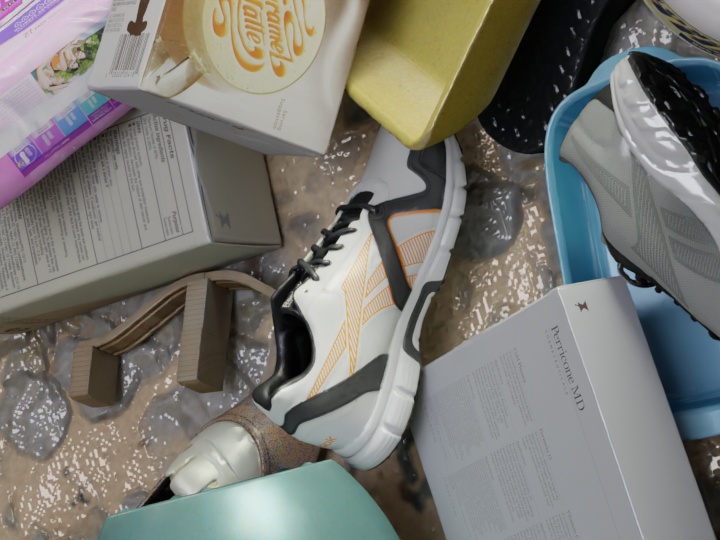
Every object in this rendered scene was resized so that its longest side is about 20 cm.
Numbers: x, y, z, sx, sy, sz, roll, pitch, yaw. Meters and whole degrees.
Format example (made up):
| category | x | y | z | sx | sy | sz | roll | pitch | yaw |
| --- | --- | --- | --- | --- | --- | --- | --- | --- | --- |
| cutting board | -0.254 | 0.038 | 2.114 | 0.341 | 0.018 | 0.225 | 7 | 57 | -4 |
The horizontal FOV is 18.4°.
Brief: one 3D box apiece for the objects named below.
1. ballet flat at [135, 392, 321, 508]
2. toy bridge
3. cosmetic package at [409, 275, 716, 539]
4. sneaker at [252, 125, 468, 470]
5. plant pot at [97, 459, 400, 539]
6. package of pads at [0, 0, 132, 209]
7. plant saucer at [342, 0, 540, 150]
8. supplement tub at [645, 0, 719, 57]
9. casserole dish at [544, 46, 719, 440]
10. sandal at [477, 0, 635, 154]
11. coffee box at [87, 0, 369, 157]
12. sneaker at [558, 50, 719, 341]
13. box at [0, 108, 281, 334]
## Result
| category | x | y | z | sx | sy | sz | roll | pitch | yaw |
| --- | --- | --- | --- | --- | --- | --- | --- | --- | --- |
| ballet flat | -0.095 | 0.139 | 1.261 | 0.068 | 0.067 | 0.200 | 48 | 110 | 25 |
| toy bridge | -0.089 | 0.036 | 1.277 | 0.199 | 0.027 | 0.068 | -8 | 68 | 35 |
| cosmetic package | 0.105 | 0.123 | 1.124 | 0.151 | 0.051 | 0.201 | -34 | 70 | 53 |
| sneaker | 0.000 | 0.000 | 1.178 | 0.074 | 0.080 | 0.201 | -20 | 54 | 63 |
| plant pot | -0.054 | 0.190 | 1.152 | 0.200 | 0.200 | 0.162 | -17 | 84 | 28 |
| package of pads | -0.174 | -0.119 | 1.249 | 0.200 | 0.076 | 0.120 | -39 | 30 | -6 |
| plant saucer | 0.050 | -0.178 | 1.164 | 0.201 | 0.048 | 0.200 | -65 | 32 | 13 |
| supplement tub | 0.188 | -0.167 | 0.995 | 0.144 | 0.200 | 0.146 | 0 | 93 | 6 |
| casserole dish | 0.163 | -0.014 | 1.135 | 0.120 | 0.039 | 0.202 | -14 | 80 | 29 |
| sandal | 0.120 | -0.156 | 1.166 | 0.075 | 0.048 | 0.201 | 39 | 119 | 24 |
| coffee box | -0.054 | -0.173 | 1.171 | 0.080 | 0.114 | 0.201 | 8 | 80 | 62 |
| sneaker | 0.166 | -0.008 | 1.078 | 0.079 | 0.074 | 0.201 | -43 | 63 | 30 |
| box | -0.154 | -0.031 | 1.295 | 0.199 | 0.078 | 0.096 | -16 | 80 | 29 |
